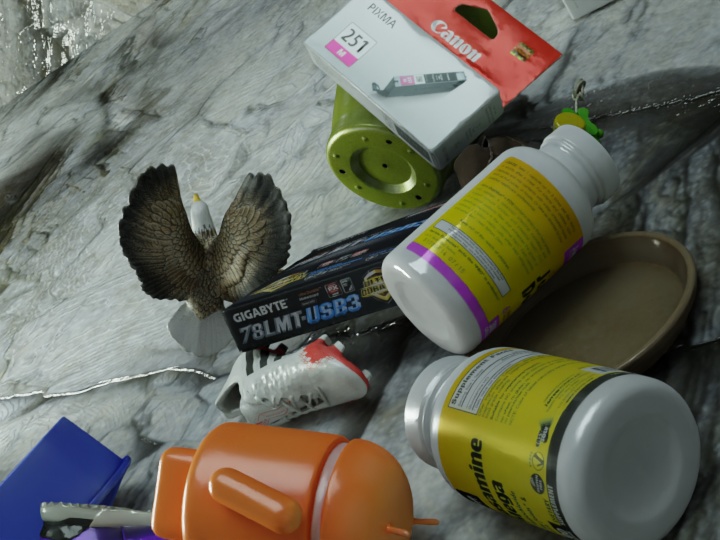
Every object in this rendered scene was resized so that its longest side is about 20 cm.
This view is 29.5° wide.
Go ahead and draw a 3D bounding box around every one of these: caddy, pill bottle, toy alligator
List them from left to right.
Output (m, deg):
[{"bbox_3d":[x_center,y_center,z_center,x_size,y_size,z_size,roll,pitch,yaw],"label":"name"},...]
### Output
[{"bbox_3d":[-0.289,0.230,1.231,0.200,0.105,0.141,-51,7,-31],"label":"caddy"},{"bbox_3d":[0.120,-0.031,1.125,0.200,0.104,0.104,-42,26,-15],"label":"pill bottle"},{"bbox_3d":[0.120,0.113,0.922,0.112,0.113,0.200,-44,26,-21],"label":"pill bottle"},{"bbox_3d":[0.208,-0.120,1.312,0.054,0.059,0.200,20,46,11],"label":"toy alligator"}]

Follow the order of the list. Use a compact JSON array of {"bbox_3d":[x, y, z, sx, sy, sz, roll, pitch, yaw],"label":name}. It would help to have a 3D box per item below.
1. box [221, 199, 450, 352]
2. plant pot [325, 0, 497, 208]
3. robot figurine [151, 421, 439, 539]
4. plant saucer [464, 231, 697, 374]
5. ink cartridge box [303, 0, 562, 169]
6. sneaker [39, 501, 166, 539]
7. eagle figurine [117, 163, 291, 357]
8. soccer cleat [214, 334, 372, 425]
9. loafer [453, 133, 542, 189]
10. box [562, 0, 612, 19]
[{"bbox_3d":[0.000,0.000,1.286,0.200,0.050,0.198,-18,12,30],"label":"box"},{"bbox_3d":[0.053,-0.178,1.465,0.200,0.200,0.193,-11,45,41],"label":"plant pot"},{"bbox_3d":[-0.049,0.172,0.981,0.200,0.144,0.117,5,43,18],"label":"robot figurine"},{"bbox_3d":[0.175,0.043,1.082,0.200,0.029,0.200,-27,25,14],"label":"plant saucer"},{"bbox_3d":[0.072,-0.221,1.365,0.174,0.044,0.200,-43,63,-7],"label":"ink cartridge box"},{"bbox_3d":[-0.177,0.245,1.112,0.200,0.070,0.100,1,74,24],"label":"sneaker"},{"bbox_3d":[-0.157,-0.020,1.396,0.152,0.151,0.200,-40,-11,-17],"label":"eagle figurine"},{"bbox_3d":[-0.063,0.106,1.222,0.085,0.069,0.200,-52,26,-23],"label":"soccer cleat"},{"bbox_3d":[0.116,-0.076,1.272,0.071,0.073,0.200,19,23,11],"label":"loafer"},{"bbox_3d":[0.305,-0.419,1.609,0.200,0.152,0.106,-24,25,19],"label":"box"}]
